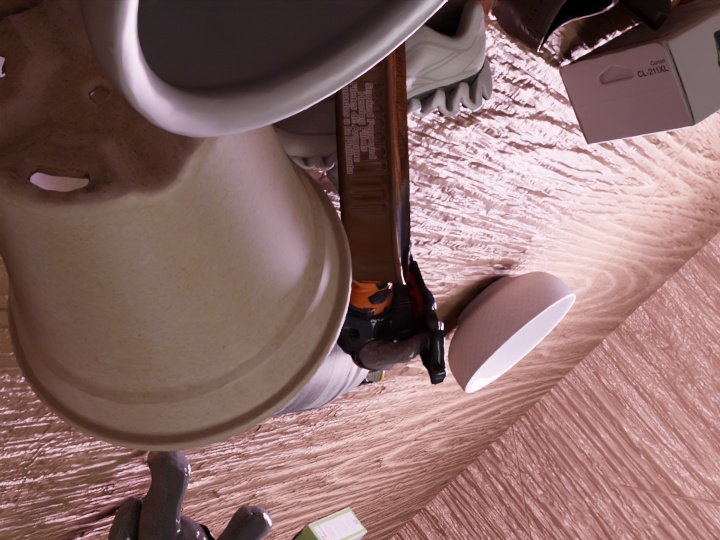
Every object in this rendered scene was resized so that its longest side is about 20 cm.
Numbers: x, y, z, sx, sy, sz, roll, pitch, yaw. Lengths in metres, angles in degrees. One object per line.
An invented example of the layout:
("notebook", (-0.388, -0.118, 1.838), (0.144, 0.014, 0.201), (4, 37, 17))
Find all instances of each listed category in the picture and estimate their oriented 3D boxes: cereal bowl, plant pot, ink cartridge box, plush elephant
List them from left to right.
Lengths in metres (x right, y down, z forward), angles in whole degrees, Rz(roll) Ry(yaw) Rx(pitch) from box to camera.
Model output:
("plant pot", (-0.112, -0.039, 0.660), (0.199, 0.201, 0.184), (-36, 151, -14))
("plush elephant", (-0.213, 0.294, 1.343), (0.164, 0.154, 0.202), (32, 71, -34))
("ink cartridge box", (-0.081, 0.483, 2.250), (0.104, 0.059, 0.199), (-48, 162, 23))
("cereal bowl", (0.192, 0.070, 1.762), (0.199, 0.084, 0.201), (-36, 163, -13))
("ink cartridge box", (0.308, -0.200, 1.226), (0.199, 0.084, 0.145), (-31, -166, -30))

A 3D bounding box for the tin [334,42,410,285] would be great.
("tin", (0.008, -0.092, 0.787), (0.041, 0.203, 0.112), (-2, -172, 2))

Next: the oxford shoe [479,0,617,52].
("oxford shoe", (0.180, -0.233, 0.972), (0.199, 0.073, 0.071), (-38, 163, -11))

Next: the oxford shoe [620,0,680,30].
("oxford shoe", (0.249, -0.257, 1.086), (0.071, 0.071, 0.200), (-48, 174, 10))

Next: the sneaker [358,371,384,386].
("sneaker", (-0.016, 0.086, 1.337), (0.199, 0.082, 0.078), (-33, 162, -22))

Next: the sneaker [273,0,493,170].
("sneaker", (0.009, -0.132, 0.880), (0.199, 0.075, 0.082), (-28, 140, -30))

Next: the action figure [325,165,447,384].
("action figure", (0.000, 0.000, 1.069), (0.103, 0.201, 0.195), (-17, 129, -2))

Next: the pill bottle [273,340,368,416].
("pill bottle", (-0.068, 0.065, 1.111), (0.114, 0.114, 0.199), (-45, 163, 16))

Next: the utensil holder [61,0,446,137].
("utensil holder", (-0.056, -0.171, 0.379), (0.169, 0.201, 0.170), (-35, 163, -13))
